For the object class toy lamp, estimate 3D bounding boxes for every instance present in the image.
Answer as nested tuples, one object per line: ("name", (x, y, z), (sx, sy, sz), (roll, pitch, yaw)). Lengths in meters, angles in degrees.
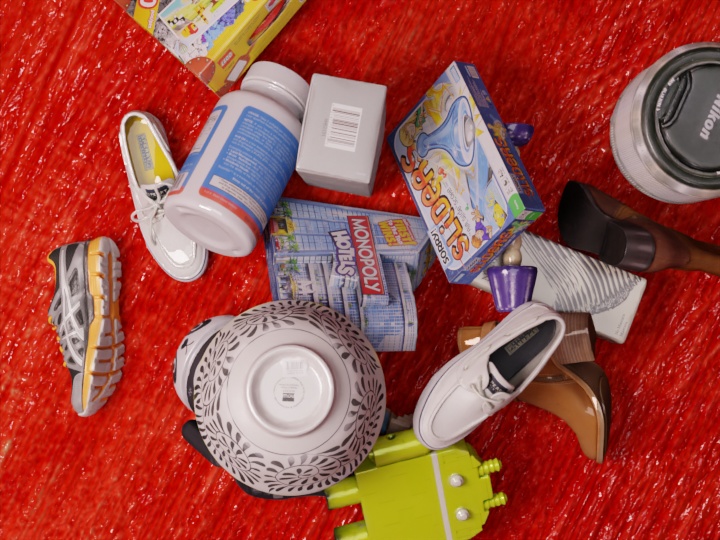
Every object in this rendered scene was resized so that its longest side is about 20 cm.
("toy lamp", (0.165, -0.056, 1.578), (0.057, 0.058, 0.203), (1, 85, 0))

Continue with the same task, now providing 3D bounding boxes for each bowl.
("bowl", (-0.070, 0.123, 1.451), (0.198, 0.094, 0.203), (0, 82, -3))

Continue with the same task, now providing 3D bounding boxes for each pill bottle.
("pill bottle", (-0.126, -0.126, 1.597), (0.111, 0.112, 0.201), (26, 69, 0))

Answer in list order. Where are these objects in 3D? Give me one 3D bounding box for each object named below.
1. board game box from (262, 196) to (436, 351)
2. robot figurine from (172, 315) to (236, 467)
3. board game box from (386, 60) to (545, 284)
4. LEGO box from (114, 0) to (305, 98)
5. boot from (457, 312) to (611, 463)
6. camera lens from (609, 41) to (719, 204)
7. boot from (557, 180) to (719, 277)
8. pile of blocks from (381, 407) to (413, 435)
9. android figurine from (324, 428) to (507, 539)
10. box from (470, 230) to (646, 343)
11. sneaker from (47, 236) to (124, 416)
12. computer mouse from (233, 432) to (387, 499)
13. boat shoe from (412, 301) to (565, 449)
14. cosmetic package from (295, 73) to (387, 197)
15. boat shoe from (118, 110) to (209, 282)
("board game box", (0.000, 0.000, 1.597), (0.197, 0.201, 0.062), (-2, 131, -10))
("robot figurine", (-0.119, 0.126, 1.580), (0.149, 0.199, 0.126), (-24, 127, -35))
("board game box", (0.111, -0.106, 1.576), (0.135, 0.034, 0.201), (-47, 54, 37))
("LEGO box", (-0.151, -0.321, 1.615), (0.149, 0.077, 0.200), (41, 90, 18))
("boot", (0.198, 0.136, 1.632), (0.153, 0.077, 0.201), (-7, 125, 19))
("camera lens", (0.358, -0.155, 1.571), (0.158, 0.200, 0.162), (0, 90, 0))
("boot", (0.336, -0.042, 1.619), (0.198, 0.188, 0.069), (7, 103, -24))
("pile of blocks", (0.026, 0.165, 1.634), (0.198, 0.082, 0.063), (20, 50, -2))
("android figurine", (0.062, 0.252, 1.596), (0.197, 0.041, 0.184), (-11, 116, -3))
("box", (0.214, 0.010, 1.637), (0.198, 0.068, 0.083), (21, 89, 0))
("sneaker", (-0.315, 0.063, 1.641), (0.076, 0.078, 0.203), (0, 86, 13))
("computer mouse", (-0.041, 0.243, 1.649), (0.198, 0.046, 0.142), (-7, 116, 14))
("boat shoe", (0.138, 0.114, 1.524), (0.199, 0.066, 0.072), (-39, 102, -4))
("cosmetic package", (-0.018, -0.143, 1.574), (0.089, 0.200, 0.108), (10, 87, -2))
("boat shoe", (-0.224, -0.085, 1.629), (0.074, 0.086, 0.204), (-16, 89, 0))
